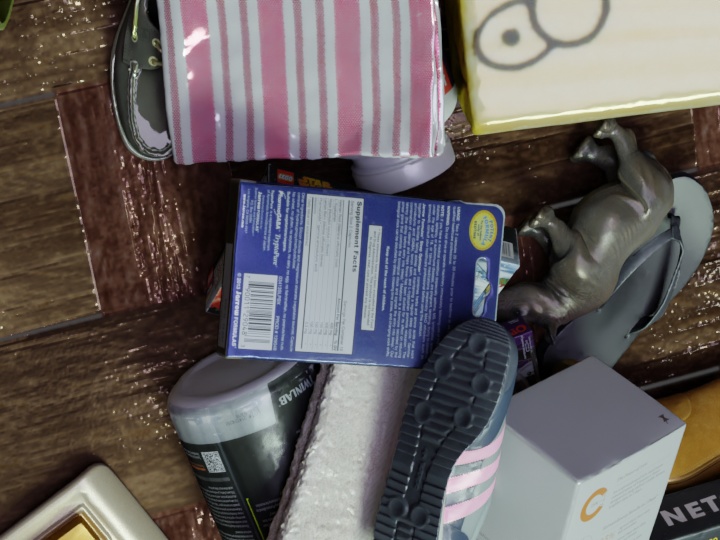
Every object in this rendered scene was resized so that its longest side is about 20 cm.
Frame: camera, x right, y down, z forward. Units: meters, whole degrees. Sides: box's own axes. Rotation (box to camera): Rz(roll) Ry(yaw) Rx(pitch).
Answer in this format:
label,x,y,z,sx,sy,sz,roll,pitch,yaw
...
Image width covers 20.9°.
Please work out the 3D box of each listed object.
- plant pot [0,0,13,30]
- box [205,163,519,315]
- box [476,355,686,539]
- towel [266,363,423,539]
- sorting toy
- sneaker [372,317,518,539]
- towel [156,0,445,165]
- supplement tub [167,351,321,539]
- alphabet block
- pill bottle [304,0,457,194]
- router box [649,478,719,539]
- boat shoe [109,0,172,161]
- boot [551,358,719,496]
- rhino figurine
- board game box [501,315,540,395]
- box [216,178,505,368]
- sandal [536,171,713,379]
label,x,y,z,sx,sy,sz,roll,pitch,yaw
plant pot,-0.320,-0.268,1.266,0.191,0.200,0.202,6,101,-5
box,0.000,0.000,1.444,0.198,0.040,0.137,14,138,-19
box,0.148,0.185,1.458,0.124,0.097,0.201,-22,136,-39
towel,0.007,0.151,1.406,0.132,0.034,0.202,19,84,-32
sorting toy,-0.221,0.274,1.483,0.200,0.036,0.186,-38,109,-5
sneaker,0.070,0.127,1.376,0.082,0.070,0.201,3,112,-56
towel,-0.043,-0.145,1.345,0.198,0.030,0.148,-1,110,8
supplement tub,-0.056,0.158,1.459,0.122,0.123,0.201,-23,107,-10
alphabet block,0.159,-0.215,1.379,0.198,0.196,0.197,-6,103,0
pill bottle,0.002,-0.160,1.410,0.112,0.112,0.201,-24,108,-10
router box,0.297,0.235,1.584,0.198,0.051,0.150,-15,131,-14
boat shoe,-0.134,-0.176,1.395,0.071,0.060,0.204,8,100,-17
boot,0.241,0.118,1.564,0.143,0.071,0.202,-33,121,-14
rhino figurine,0.166,-0.016,1.510,0.087,0.060,0.201,36,93,-4
board game box,0.090,0.140,1.518,0.119,0.032,0.201,-18,124,-7
box,0.002,0.005,1.360,0.198,0.032,0.122,5,91,-19
sandal,0.219,0.016,1.549,0.076,0.043,0.201,32,92,-20
